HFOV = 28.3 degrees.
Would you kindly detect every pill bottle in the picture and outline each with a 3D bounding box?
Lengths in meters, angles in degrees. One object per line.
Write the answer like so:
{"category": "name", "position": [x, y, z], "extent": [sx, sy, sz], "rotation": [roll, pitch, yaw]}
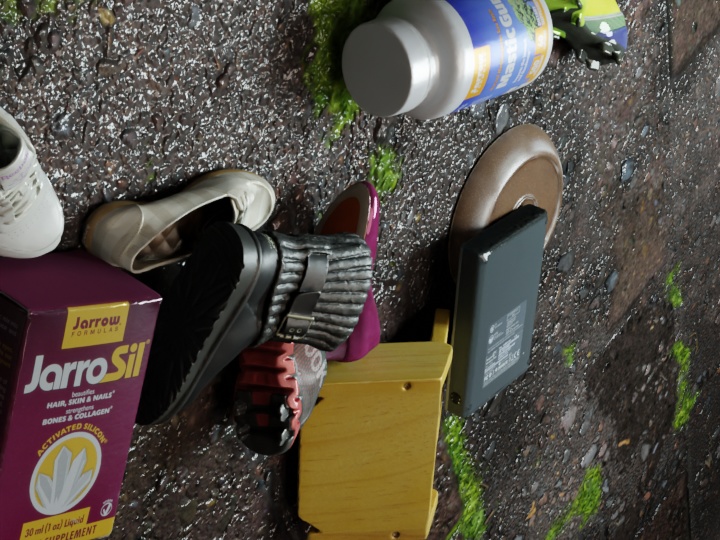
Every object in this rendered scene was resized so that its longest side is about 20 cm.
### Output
{"category": "pill bottle", "position": [0.077, -0.200, 1.290], "extent": [0.199, 0.111, 0.114], "rotation": [-25, 130, -45]}

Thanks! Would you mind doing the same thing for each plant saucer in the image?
{"category": "plant saucer", "position": [0.169, -0.061, 1.580], "extent": [0.199, 0.032, 0.203], "rotation": [-32, 134, -41]}

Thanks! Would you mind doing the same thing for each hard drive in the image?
{"category": "hard drive", "position": [0.148, 0.043, 1.554], "extent": [0.139, 0.033, 0.203], "rotation": [-30, 133, -45]}

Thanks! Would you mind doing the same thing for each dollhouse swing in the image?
{"category": "dollhouse swing", "position": [0.017, 0.149, 1.501], "extent": [0.179, 0.177, 0.203], "rotation": [-2, 121, -8]}

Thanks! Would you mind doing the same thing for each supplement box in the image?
{"category": "supplement box", "position": [-0.240, 0.098, 1.051], "extent": [0.130, 0.102, 0.203], "rotation": [-6, 115, -51]}

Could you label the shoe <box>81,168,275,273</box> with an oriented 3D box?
{"category": "shoe", "position": [-0.134, -0.035, 1.157], "extent": [0.199, 0.053, 0.071], "rotation": [-19, 126, -47]}

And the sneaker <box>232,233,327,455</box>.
{"category": "sneaker", "position": [-0.072, 0.060, 1.293], "extent": [0.098, 0.070, 0.204], "rotation": [-32, 127, -63]}

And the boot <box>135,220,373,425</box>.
{"category": "boot", "position": [-0.093, 0.049, 1.183], "extent": [0.157, 0.080, 0.212], "rotation": [6, 133, -48]}

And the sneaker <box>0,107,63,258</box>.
{"category": "sneaker", "position": [-0.247, -0.060, 0.944], "extent": [0.075, 0.099, 0.200], "rotation": [-56, 147, -15]}

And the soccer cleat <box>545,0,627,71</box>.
{"category": "soccer cleat", "position": [0.225, -0.284, 1.503], "extent": [0.200, 0.064, 0.085], "rotation": [32, 55, -52]}

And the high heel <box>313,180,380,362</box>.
{"category": "high heel", "position": [0.000, 0.000, 1.351], "extent": [0.095, 0.067, 0.202], "rotation": [-10, 134, -40]}
